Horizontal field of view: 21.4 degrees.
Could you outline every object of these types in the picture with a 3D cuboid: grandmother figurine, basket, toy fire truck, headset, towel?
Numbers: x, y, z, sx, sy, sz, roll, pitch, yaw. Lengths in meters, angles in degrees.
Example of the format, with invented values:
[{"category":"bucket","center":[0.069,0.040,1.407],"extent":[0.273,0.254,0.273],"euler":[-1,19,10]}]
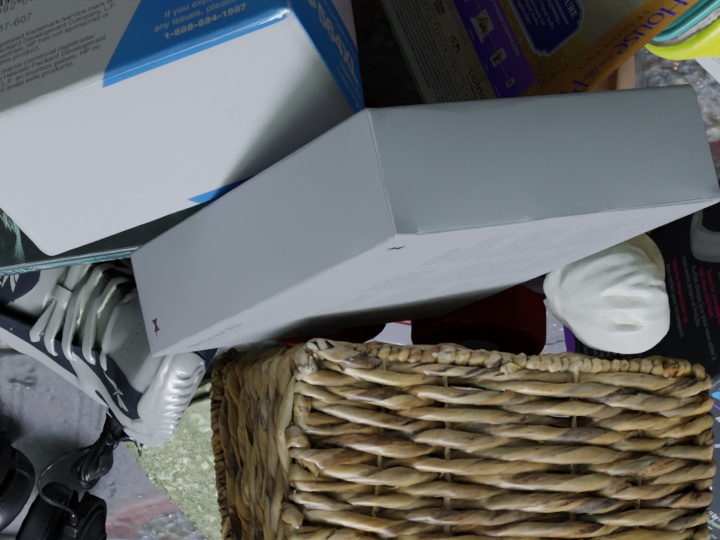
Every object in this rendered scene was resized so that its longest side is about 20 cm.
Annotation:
[{"category":"grandmother figurine","center":[0.105,-0.046,0.853],"extent":[0.060,0.201,0.121],"euler":[-25,132,21]},{"category":"basket","center":[0.039,0.107,0.845],"extent":[0.199,0.144,0.149],"euler":[4,174,-19]},{"category":"toy fire truck","center":[0.000,0.000,0.967],"extent":[0.199,0.113,0.168],"euler":[9,155,-18]},{"category":"headset","center":[-0.192,0.130,1.105],"extent":[0.123,0.094,0.200],"euler":[36,146,-17]},{"category":"towel","center":[-0.041,0.125,1.134],"extent":[0.148,0.037,0.200],"euler":[-20,132,18]}]

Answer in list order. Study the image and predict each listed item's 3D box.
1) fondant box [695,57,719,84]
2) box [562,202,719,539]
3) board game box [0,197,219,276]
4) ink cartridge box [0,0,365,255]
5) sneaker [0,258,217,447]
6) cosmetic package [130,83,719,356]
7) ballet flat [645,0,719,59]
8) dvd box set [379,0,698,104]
[{"category":"fondant box","center":[0.199,-0.182,0.823],"extent":[0.200,0.058,0.144],"euler":[-35,127,27]},{"category":"box","center":[0.214,0.031,0.989],"extent":[0.106,0.123,0.200],"euler":[31,127,-28]},{"category":"board game box","center":[-0.110,-0.073,0.872],"extent":[0.199,0.136,0.028],"euler":[-9,173,6]},{"category":"ink cartridge box","center":[-0.084,-0.126,0.762],"extent":[0.145,0.201,0.084],"euler":[-18,141,16]},{"category":"sneaker","center":[-0.141,0.018,0.943],"extent":[0.129,0.199,0.080],"euler":[30,91,-13]},{"category":"cosmetic package","center":[0.019,-0.017,0.749],"extent":[0.150,0.052,0.200],"euler":[-10,171,-33]},{"category":"ballet flat","center":[0.197,-0.150,0.780],"extent":[0.200,0.067,0.067],"euler":[-36,147,32]},{"category":"dvd box set","center":[0.088,-0.156,0.785],"extent":[0.029,0.147,0.200],"euler":[10,139,-47]}]
